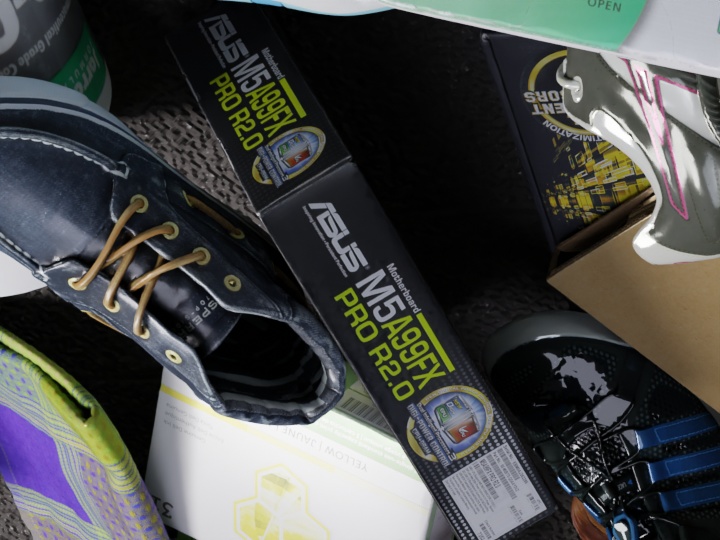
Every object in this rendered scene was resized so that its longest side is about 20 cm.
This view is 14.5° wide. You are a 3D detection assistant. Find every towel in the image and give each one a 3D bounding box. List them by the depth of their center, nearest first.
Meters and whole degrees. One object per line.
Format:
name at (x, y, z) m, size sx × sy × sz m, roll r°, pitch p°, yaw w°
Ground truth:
towel at (-0.135, 0.114, 1.355) m, size 0.143 × 0.023 × 0.200 m, roll 31°, pitch 148°, yaw 42°

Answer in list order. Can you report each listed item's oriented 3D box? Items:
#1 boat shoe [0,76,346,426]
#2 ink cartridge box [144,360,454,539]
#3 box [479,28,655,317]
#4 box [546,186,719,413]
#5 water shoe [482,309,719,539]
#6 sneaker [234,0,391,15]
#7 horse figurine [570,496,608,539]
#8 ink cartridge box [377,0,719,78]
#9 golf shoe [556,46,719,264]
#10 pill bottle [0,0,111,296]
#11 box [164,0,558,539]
boat shoe at (-0.086, -0.006, 1.113) m, size 0.200 × 0.091 × 0.071 m, roll 28°, pitch 105°, yaw -39°
ink cartridge box at (-0.032, 0.130, 1.317) m, size 0.145 × 0.048 × 0.201 m, roll 24°, pitch 123°, yaw 20°
box at (0.163, -0.057, 1.130) m, size 0.199 × 0.049 × 0.161 m, roll -3°, pitch 136°, yaw 20°
box at (0.200, 0.018, 1.146) m, size 0.200 × 0.021 × 0.163 m, roll 36°, pitch 134°, yaw -22°
water shoe at (0.129, 0.097, 1.201) m, size 0.200 × 0.079 × 0.071 m, roll 41°, pitch 126°, yaw -17°
sneaker at (-0.036, -0.168, 1.062) m, size 0.199 × 0.080 × 0.131 m, roll 1°, pitch 134°, yaw 15°
horse figurine at (0.159, 0.089, 1.274) m, size 0.132 × 0.050 × 0.200 m, roll 34°, pitch 133°, yaw -19°
ink cartridge box at (0.102, -0.173, 0.957) m, size 0.160 × 0.050 × 0.201 m, roll 13°, pitch 105°, yaw 11°
golf shoe at (0.101, -0.097, 1.037) m, size 0.088 × 0.077 × 0.200 m, roll -27°, pitch 88°, yaw 24°
pill bottle at (-0.168, -0.094, 1.146) m, size 0.113 × 0.113 × 0.200 m, roll -5°, pitch 130°, yaw 21°
box at (0.000, 0.000, 1.159) m, size 0.044 × 0.160 × 0.200 m, roll -30°, pitch 123°, yaw 1°
